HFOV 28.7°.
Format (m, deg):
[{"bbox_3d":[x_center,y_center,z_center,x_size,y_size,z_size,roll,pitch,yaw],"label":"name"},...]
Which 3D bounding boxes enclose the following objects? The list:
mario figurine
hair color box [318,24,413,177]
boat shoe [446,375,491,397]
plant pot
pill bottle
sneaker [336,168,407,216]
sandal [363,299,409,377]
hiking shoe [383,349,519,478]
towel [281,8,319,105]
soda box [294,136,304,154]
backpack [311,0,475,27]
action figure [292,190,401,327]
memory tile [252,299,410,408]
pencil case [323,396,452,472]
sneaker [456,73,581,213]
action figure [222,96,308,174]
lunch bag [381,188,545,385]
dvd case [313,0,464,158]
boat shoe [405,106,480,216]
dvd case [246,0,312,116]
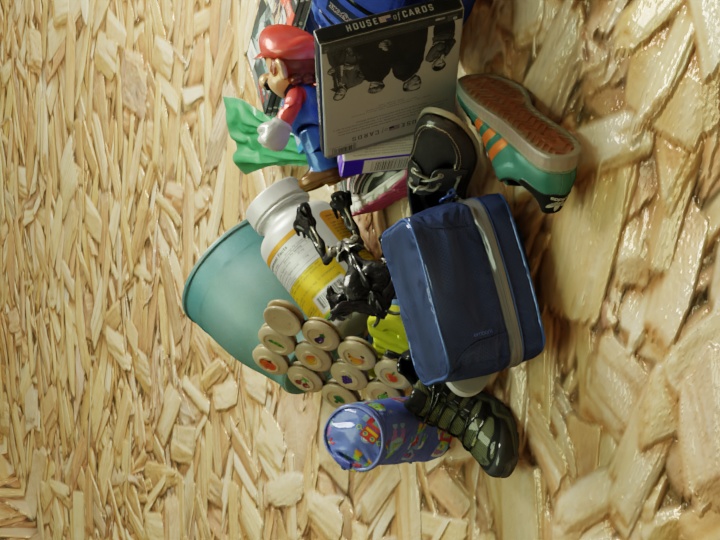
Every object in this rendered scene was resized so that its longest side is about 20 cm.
[{"bbox_3d":[-0.078,-0.191,1.655,0.123,0.106,0.200,130,121,-87],"label":"mario figurine"},{"bbox_3d":[0.018,-0.213,1.588,0.065,0.109,0.201,109,154,-77],"label":"hair color box"},{"bbox_3d":[0.096,0.055,1.594,0.068,0.073,0.200,118,138,-60],"label":"boat shoe"},{"bbox_3d":[-0.102,0.056,1.874,0.188,0.200,0.200,46,139,26],"label":"plant pot"},{"bbox_3d":[-0.054,-0.016,1.759,0.200,0.111,0.111,52,145,15],"label":"pill bottle"},{"bbox_3d":[0.017,-0.122,1.691,0.200,0.074,0.088,-22,84,68],"label":"sneaker"},{"bbox_3d":[0.045,0.076,1.716,0.200,0.079,0.087,112,-178,-60],"label":"sandal"},{"bbox_3d":[0.099,0.161,1.583,0.200,0.100,0.076,55,138,41],"label":"hiking shoe"},{"bbox_3d":[-0.084,-0.290,1.905,0.200,0.024,0.145,-48,58,59],"label":"towel"},{"bbox_3d":[-0.020,-0.211,1.743,0.200,0.068,0.064,-35,66,61],"label":"soda box"},{"bbox_3d":[0.029,-0.304,1.466,0.163,0.168,0.200,45,142,16],"label":"backpack"},{"bbox_3d":[0.000,0.000,1.617,0.200,0.119,0.102,61,-177,35],"label":"action figure"},{"bbox_3d":[-0.036,0.118,1.725,0.200,0.017,0.153,27,142,4],"label":"memory tile"},{"bbox_3d":[0.035,0.188,1.625,0.078,0.200,0.087,26,100,27],"label":"pencil case"},{"bbox_3d":[0.151,-0.130,1.429,0.200,0.071,0.080,-126,34,-48],"label":"sneaker"},{"bbox_3d":[-0.107,-0.183,1.923,0.200,0.055,0.118,11,127,49],"label":"action figure"},{"bbox_3d":[0.113,0.011,1.484,0.136,0.132,0.200,154,103,-75],"label":"lunch bag"},{"bbox_3d":[0.028,-0.196,1.451,0.200,0.150,0.025,90,162,-62],"label":"dvd case"},{"bbox_3d":[0.083,-0.099,1.509,0.073,0.063,0.200,22,155,14],"label":"boat shoe"},{"bbox_3d":[-0.109,-0.327,1.866,0.146,0.022,0.200,-109,31,-44],"label":"dvd case"}]
